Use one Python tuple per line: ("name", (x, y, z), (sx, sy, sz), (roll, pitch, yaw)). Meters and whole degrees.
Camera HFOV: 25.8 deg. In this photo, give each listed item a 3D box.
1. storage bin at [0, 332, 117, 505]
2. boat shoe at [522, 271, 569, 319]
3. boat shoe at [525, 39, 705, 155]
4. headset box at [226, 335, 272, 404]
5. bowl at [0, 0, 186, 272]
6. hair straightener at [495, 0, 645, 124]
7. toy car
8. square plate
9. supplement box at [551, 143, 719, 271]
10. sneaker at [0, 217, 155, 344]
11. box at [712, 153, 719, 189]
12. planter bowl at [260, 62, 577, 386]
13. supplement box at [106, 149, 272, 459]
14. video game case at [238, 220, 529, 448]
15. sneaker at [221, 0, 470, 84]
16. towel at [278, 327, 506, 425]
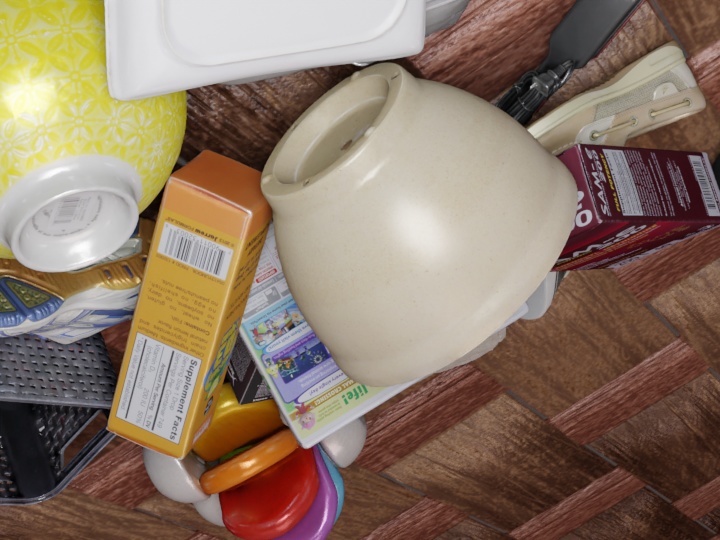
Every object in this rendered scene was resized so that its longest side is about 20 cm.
("storage bin", (-0.286, 0.095, 1.147), (0.199, 0.094, 0.135), (11, 134, -46))
("boat shoe", (0.151, -0.048, 1.302), (0.064, 0.070, 0.201), (-47, 155, -35))
("boat shoe", (0.173, -0.100, 1.182), (0.199, 0.065, 0.072), (-31, 180, -17))
("headset box", (-0.019, 0.012, 1.241), (0.148, 0.078, 0.201), (-10, 146, -27))
("bowl", (-0.187, -0.065, 0.954), (0.199, 0.108, 0.201), (-20, 150, -12))
("hair straightener", (0.131, -0.147, 1.134), (0.200, 0.041, 0.077), (-44, 175, 41))
("toy car", (-0.079, 0.178, 1.384), (0.174, 0.151, 0.200), (-30, 151, 6))
("square plate", (-0.045, -0.194, 0.864), (0.198, 0.028, 0.200), (-12, 125, -21))
("supplement box", (0.174, -0.043, 1.146), (0.108, 0.061, 0.199), (-25, 166, 37))
("sneaker", (-0.225, 0.025, 1.101), (0.198, 0.076, 0.088), (-9, 147, -27))
("box", (0.407, -0.092, 1.337), (0.123, 0.149, 0.201), (-15, 149, -21))
("planter bowl", (0.020, -0.046, 1.010), (0.200, 0.201, 0.135), (-35, 115, 16))
("supplement box", (-0.115, 0.025, 1.071), (0.067, 0.068, 0.201), (-52, 163, -62))
("video game case", (0.000, 0.000, 1.134), (0.199, 0.183, 0.022), (-30, -169, -12))
("sneaker", (-0.011, -0.150, 0.989), (0.198, 0.075, 0.082), (-18, 149, -14))
("towel", (0.022, 0.053, 1.229), (0.198, 0.035, 0.133), (-21, 150, -7))
